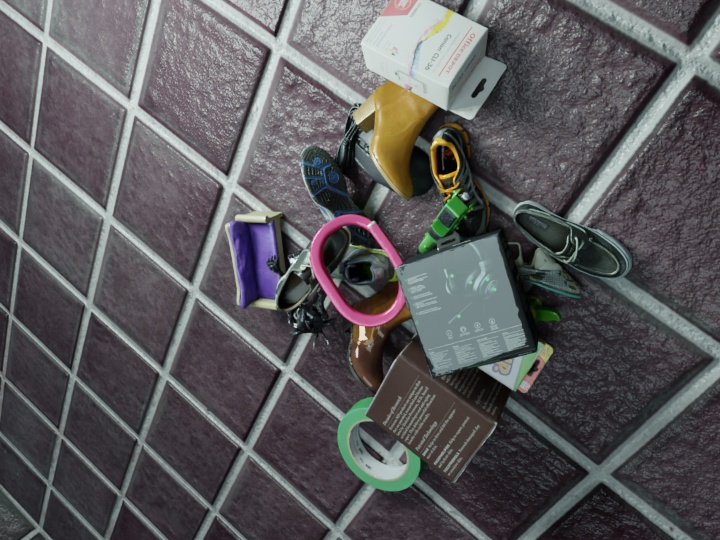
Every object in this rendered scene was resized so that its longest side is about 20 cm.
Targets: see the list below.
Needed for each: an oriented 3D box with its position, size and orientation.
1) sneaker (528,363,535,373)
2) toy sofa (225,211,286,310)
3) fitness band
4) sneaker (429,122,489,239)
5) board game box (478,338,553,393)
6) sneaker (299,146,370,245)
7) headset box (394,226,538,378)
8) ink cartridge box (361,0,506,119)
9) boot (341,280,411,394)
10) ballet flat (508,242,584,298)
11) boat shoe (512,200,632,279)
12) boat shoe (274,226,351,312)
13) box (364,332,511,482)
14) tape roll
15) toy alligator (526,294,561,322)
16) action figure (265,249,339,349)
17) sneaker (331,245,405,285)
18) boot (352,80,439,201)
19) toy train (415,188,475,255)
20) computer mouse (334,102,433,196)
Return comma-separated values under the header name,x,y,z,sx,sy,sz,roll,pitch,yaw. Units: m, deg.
name,x,y,z,sx,sy,sz,roll,pitch,yaw
sneaker,0.220,0.115,0.988,0.199,0.074,0.080,34,126,15
toy sofa,-0.209,-0.019,1.170,0.082,0.097,0.203,5,110,28
fitness band,0.000,0.000,0.958,0.143,0.037,0.201,-35,85,6
sneaker,0.157,-0.139,0.930,0.077,0.077,0.203,-14,103,30
board game box,0.216,0.119,0.947,0.198,0.030,0.096,32,105,12
sneaker,-0.056,-0.134,1.035,0.202,0.075,0.077,62,165,-16
headset box,0.167,0.044,0.884,0.172,0.093,0.203,-19,94,21
ink cartridge box,0.115,-0.331,0.854,0.199,0.068,0.117,32,82,15
boot,0.061,0.112,1.056,0.199,0.068,0.190,-36,48,33
ballet flat,0.271,-0.009,0.922,0.198,0.072,0.073,14,115,23
boat shoe,0.324,-0.040,0.875,0.198,0.071,0.073,29,120,16
boat shoe,-0.087,-0.002,1.020,0.072,0.068,0.200,40,111,-8
box,0.149,0.229,1.019,0.199,0.166,0.166,34,122,14
tape roll,0.046,0.375,1.204,0.198,0.048,0.204,11,114,25
toy alligator,0.243,0.056,0.964,0.198,0.059,0.055,25,119,20
action figure,-0.111,0.055,1.138,0.117,0.102,0.202,-15,113,19
sneaker,-0.010,-0.009,1.055,0.198,0.080,0.075,-1,103,47
boot,0.079,-0.230,0.906,0.143,0.071,0.203,-33,68,19
toy train,0.134,-0.069,0.927,0.042,0.056,0.200,44,158,7
computer mouse,0.037,-0.194,0.991,0.198,0.053,0.140,31,120,16
